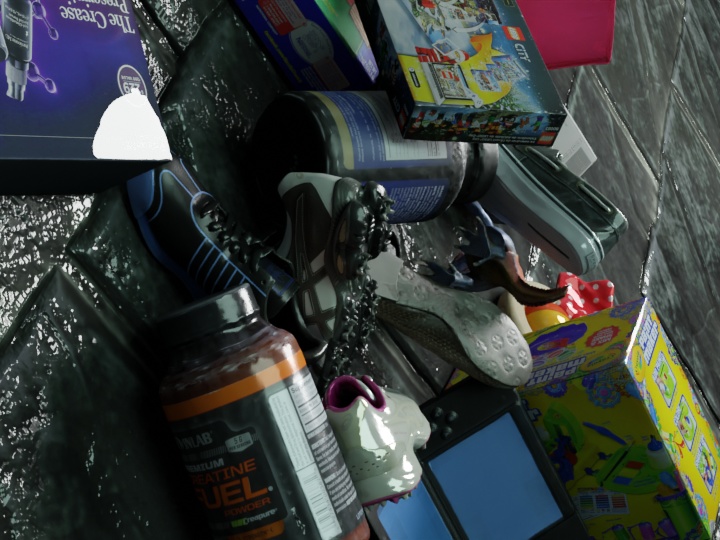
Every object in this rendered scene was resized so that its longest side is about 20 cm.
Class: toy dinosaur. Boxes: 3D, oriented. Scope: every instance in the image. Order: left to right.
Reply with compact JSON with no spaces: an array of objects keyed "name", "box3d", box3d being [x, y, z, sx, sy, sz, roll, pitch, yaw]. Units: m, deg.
[{"name":"toy dinosaur","box3d":[0.112,0.002,1.329,0.199,0.106,0.181,38,12,21]}]

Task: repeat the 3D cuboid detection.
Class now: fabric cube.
[{"name":"fabric cube","box3d":[0.152,-0.331,1.460,0.200,0.194,0.202,75,9,-68]}]

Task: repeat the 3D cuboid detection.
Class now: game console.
[{"name":"game console","box3d":[0.102,0.214,1.215,0.201,0.175,0.116,62,-7,-16]}]

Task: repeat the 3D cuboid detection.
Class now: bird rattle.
[{"name":"bird rattle","box3d":[0.212,0.067,1.502,0.162,0.112,0.202,30,44,-27]}]

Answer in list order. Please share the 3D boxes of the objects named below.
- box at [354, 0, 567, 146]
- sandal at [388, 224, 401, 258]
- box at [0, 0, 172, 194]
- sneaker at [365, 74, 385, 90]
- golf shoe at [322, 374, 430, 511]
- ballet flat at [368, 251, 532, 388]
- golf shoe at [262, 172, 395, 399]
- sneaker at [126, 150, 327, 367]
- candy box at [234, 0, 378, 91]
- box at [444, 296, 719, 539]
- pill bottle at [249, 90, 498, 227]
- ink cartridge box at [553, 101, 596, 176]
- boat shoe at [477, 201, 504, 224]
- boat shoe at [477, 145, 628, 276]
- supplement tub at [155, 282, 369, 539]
[{"name":"box","box3d":[0.077,-0.188,1.203,0.135,0.038,0.201,2,48,-21]},{"name":"sandal","box3d":[0.000,0.001,1.235,0.076,0.048,0.200,63,32,-12]},{"name":"box","box3d":[-0.223,-0.125,0.917,0.199,0.078,0.143,-7,82,-59]},{"name":"sneaker","box3d":[0.071,-0.146,1.365,0.200,0.081,0.075,40,13,6]},{"name":"golf shoe","box3d":[0.009,0.113,1.116,0.200,0.075,0.092,-88,156,-78]},{"name":"ballet flat","box3d":[0.060,0.042,1.204,0.199,0.046,0.068,29,55,-23]},{"name":"golf shoe","box3d":[-0.034,0.010,1.118,0.078,0.094,0.202,-45,152,-55]},{"name":"sneaker","box3d":[-0.094,-0.007,1.058,0.201,0.077,0.070,61,32,-17]},{"name":"candy box","box3d":[-0.035,-0.271,1.302,0.170,0.076,0.201,53,33,-27]},{"name":"box","box3d":[0.204,0.159,1.331,0.194,0.198,0.122,61,32,-17]},{"name":"pill bottle","box3d":[0.017,-0.093,1.199,0.198,0.111,0.113,-5,77,-39]},{"name":"ink cartridge box","box3d":[0.132,-0.176,1.362,0.176,0.045,0.200,47,5,24]},{"name":"boat shoe","box3d":[0.116,-0.092,1.457,0.198,0.093,0.075,7,43,-24]},{"name":"boat shoe","box3d":[0.153,-0.077,1.275,0.200,0.071,0.072,47,-21,23]},{"name":"supplement tub","box3d":[-0.074,0.114,0.998,0.107,0.106,0.202,-26,95,-59]}]
